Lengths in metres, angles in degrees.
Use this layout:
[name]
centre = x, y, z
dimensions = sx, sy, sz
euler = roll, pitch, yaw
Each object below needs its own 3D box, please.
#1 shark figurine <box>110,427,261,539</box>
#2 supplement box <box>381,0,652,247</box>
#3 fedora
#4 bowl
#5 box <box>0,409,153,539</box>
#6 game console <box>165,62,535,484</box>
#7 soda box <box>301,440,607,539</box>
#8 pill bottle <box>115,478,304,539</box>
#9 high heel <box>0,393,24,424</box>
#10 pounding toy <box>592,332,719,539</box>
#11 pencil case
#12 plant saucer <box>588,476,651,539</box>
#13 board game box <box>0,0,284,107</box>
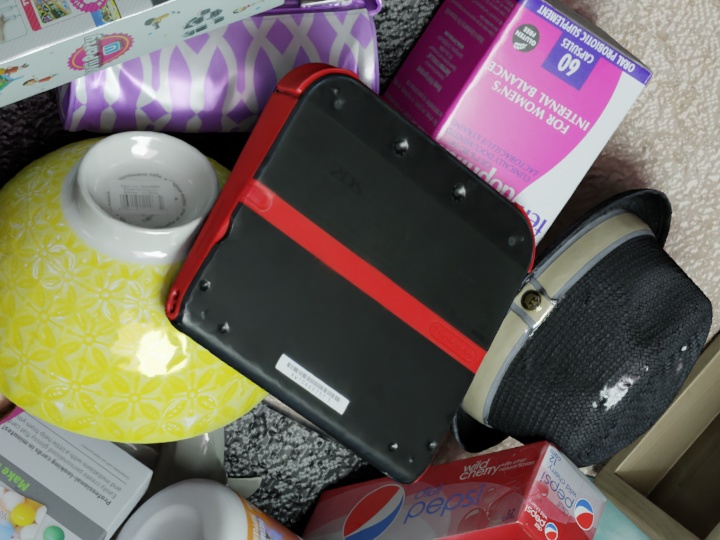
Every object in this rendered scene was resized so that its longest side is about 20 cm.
[shark figurine]
centre = -0.108, 0.101, 1.542
dimensions = 0.128, 0.089, 0.216
euler = -8, 111, -22
[supplement box]
centre = 0.068, -0.074, 1.523
dimensions = 0.101, 0.103, 0.200
euler = 29, 101, -25
[fedora]
centre = 0.148, 0.051, 1.549
dimensions = 0.200, 0.092, 0.201
euler = -40, 155, -23
[bowl]
centre = -0.126, -0.014, 1.419
dimensions = 0.199, 0.201, 0.108
euler = -2, 138, -16
[box]
centre = -0.240, 0.151, 1.457
dimensions = 0.156, 0.041, 0.200
euler = 35, 61, 6
[game console]
centre = 0.000, 0.000, 1.418
dimensions = 0.200, 0.031, 0.177
euler = 36, 76, -30
[soda box]
centre = 0.051, 0.164, 1.558
dimensions = 0.063, 0.200, 0.070
euler = 47, 47, -25
[pill bottle]
centre = -0.053, 0.216, 1.518
dimensions = 0.112, 0.112, 0.200
euler = -48, 127, 5
[high heel]
centre = -0.234, 0.090, 1.412
dimensions = 0.199, 0.096, 0.068
euler = -26, 123, -11
[pounding toy]
centre = 0.272, 0.160, 1.604
dimensions = 0.142, 0.200, 0.184
euler = 42, 88, -25
[pencil case]
centre = -0.082, -0.123, 1.468
dimensions = 0.199, 0.084, 0.086
euler = -4, 130, -15
[plant saucer]
centre = 0.122, 0.234, 1.689
dimensions = 0.199, 0.036, 0.201
euler = -5, 111, -14
[board game box]
centre = -0.158, -0.189, 1.396
dimensions = 0.199, 0.064, 0.148
euler = -21, 76, -9
